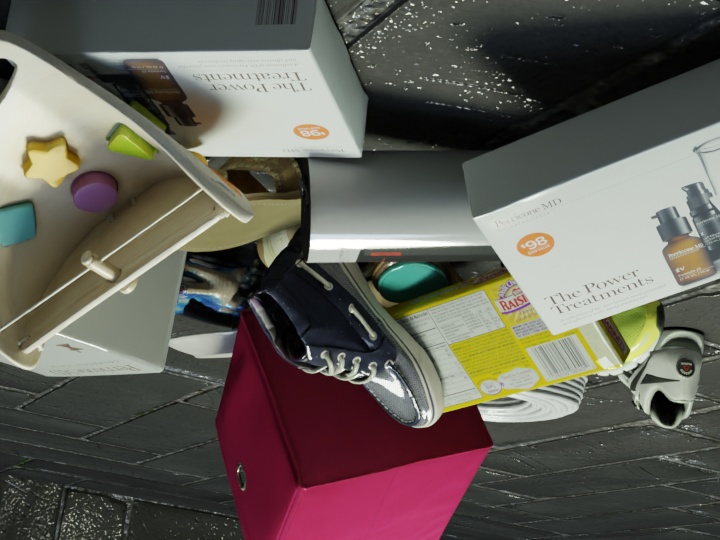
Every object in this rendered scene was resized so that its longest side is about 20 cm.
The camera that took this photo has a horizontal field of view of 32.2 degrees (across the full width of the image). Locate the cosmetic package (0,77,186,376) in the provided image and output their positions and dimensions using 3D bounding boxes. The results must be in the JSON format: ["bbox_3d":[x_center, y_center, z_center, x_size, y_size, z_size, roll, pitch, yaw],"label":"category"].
[{"bbox_3d":[-0.260,-0.023,0.967,0.166,0.168,0.199,-6,158,42],"label":"cosmetic package"}]

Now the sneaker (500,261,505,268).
[{"bbox_3d":[0.144,0.018,1.031,0.083,0.122,0.200,-2,160,23],"label":"sneaker"}]

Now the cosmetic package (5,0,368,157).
[{"bbox_3d":[-0.106,-0.125,0.809,0.198,0.052,0.151,2,163,14],"label":"cosmetic package"}]

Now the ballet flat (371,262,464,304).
[{"bbox_3d":[0.055,0.000,1.086,0.067,0.073,0.200,-18,154,18],"label":"ballet flat"}]

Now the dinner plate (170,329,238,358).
[{"bbox_3d":[-0.117,0.080,1.371,0.198,0.025,0.200,-4,175,0],"label":"dinner plate"}]

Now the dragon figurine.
[{"bbox_3d":[-0.152,0.016,1.215,0.098,0.060,0.200,9,172,-5],"label":"dragon figurine"}]

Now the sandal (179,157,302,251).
[{"bbox_3d":[-0.072,-0.066,0.955,0.210,0.070,0.078,-8,158,-37],"label":"sandal"}]

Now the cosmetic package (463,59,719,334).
[{"bbox_3d":[0.186,-0.045,0.796,0.198,0.052,0.151,-21,138,18],"label":"cosmetic package"}]

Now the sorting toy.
[{"bbox_3d":[-0.201,-0.062,0.791,0.199,0.107,0.180,-32,130,19],"label":"sorting toy"}]

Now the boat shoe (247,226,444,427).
[{"bbox_3d":[-0.014,0.067,1.017,0.074,0.093,0.201,-24,106,47],"label":"boat shoe"}]

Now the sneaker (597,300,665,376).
[{"bbox_3d":[0.194,0.054,1.191,0.199,0.079,0.090,-11,153,42],"label":"sneaker"}]

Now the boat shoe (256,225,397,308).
[{"bbox_3d":[0.000,0.000,1.113,0.199,0.073,0.065,29,153,-37],"label":"boat shoe"}]

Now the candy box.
[{"bbox_3d":[0.109,0.053,1.006,0.199,0.026,0.103,-20,107,42],"label":"candy box"}]

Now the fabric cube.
[{"bbox_3d":[-0.017,0.159,1.219,0.198,0.198,0.200,-8,146,-21],"label":"fabric cube"}]

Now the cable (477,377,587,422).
[{"bbox_3d":[0.159,0.125,1.423,0.198,0.070,0.200,-5,158,31],"label":"cable"}]

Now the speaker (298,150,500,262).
[{"bbox_3d":[0.055,-0.047,0.892,0.198,0.082,0.081,0,163,-9],"label":"speaker"}]

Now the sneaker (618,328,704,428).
[{"bbox_3d":[0.323,0.131,1.363,0.073,0.090,0.200,4,163,3],"label":"sneaker"}]
